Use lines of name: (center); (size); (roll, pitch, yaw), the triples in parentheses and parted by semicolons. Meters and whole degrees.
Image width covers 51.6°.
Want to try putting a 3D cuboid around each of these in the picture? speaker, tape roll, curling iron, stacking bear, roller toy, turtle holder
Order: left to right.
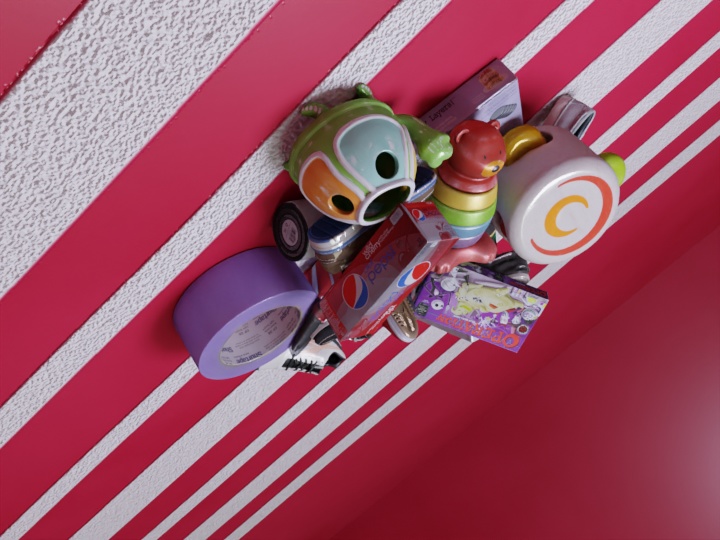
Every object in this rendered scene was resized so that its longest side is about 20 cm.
tape roll: (-0.163, 0.064, 1.078); (0.199, 0.085, 0.200); (-29, 156, -14)
curling iron: (-0.051, 0.059, 1.084); (0.049, 0.026, 0.200); (-6, 142, -45)
speaker: (-0.019, -0.070, 1.033); (0.199, 0.081, 0.081); (-15, 149, -41)
turtle holder: (0.009, -0.127, 0.899); (0.185, 0.132, 0.141); (-5, 141, -49)
stacking bear: (0.142, -0.112, 1.019); (0.121, 0.114, 0.201); (-13, 138, -24)
roller toy: (0.274, -0.116, 1.116); (0.199, 0.140, 0.183); (5, 124, -27)

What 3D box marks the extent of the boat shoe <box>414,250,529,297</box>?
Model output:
boat shoe: (0.189, 0.011, 1.279); (0.199, 0.057, 0.067); (-11, 153, 14)

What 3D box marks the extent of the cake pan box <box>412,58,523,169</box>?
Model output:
cake pan box: (0.145, -0.185, 1.081); (0.200, 0.052, 0.184); (-38, 154, 3)

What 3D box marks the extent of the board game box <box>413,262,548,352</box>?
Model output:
board game box: (0.197, 0.054, 1.244); (0.032, 0.199, 0.120); (-77, -171, -55)

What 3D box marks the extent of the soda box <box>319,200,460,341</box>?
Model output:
soda box: (0.031, 0.003, 0.936); (0.070, 0.064, 0.200); (-9, 148, -48)

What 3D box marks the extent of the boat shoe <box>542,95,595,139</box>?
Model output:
boat shoe: (0.314, -0.184, 1.207); (0.201, 0.071, 0.070); (-63, 153, 3)

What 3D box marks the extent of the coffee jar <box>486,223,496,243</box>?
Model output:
coffee jar: (0.187, -0.069, 1.281); (0.085, 0.105, 0.200); (-20, 156, 2)

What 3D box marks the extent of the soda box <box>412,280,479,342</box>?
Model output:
soda box: (0.156, 0.065, 1.377); (0.063, 0.200, 0.068); (-20, 114, -30)

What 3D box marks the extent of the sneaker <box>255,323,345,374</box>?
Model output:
sneaker: (-0.105, 0.148, 1.321); (0.199, 0.080, 0.074); (-10, 147, -43)

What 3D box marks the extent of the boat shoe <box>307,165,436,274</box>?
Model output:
boat shoe: (0.019, -0.068, 0.970); (0.200, 0.072, 0.073); (-32, 132, -20)

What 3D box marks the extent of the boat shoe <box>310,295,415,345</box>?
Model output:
boat shoe: (0.003, 0.084, 1.229); (0.200, 0.061, 0.074); (-32, 173, 24)

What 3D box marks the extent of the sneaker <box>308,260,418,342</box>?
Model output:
sneaker: (-0.003, 0.048, 1.123); (0.112, 0.200, 0.071); (-44, 157, 21)
